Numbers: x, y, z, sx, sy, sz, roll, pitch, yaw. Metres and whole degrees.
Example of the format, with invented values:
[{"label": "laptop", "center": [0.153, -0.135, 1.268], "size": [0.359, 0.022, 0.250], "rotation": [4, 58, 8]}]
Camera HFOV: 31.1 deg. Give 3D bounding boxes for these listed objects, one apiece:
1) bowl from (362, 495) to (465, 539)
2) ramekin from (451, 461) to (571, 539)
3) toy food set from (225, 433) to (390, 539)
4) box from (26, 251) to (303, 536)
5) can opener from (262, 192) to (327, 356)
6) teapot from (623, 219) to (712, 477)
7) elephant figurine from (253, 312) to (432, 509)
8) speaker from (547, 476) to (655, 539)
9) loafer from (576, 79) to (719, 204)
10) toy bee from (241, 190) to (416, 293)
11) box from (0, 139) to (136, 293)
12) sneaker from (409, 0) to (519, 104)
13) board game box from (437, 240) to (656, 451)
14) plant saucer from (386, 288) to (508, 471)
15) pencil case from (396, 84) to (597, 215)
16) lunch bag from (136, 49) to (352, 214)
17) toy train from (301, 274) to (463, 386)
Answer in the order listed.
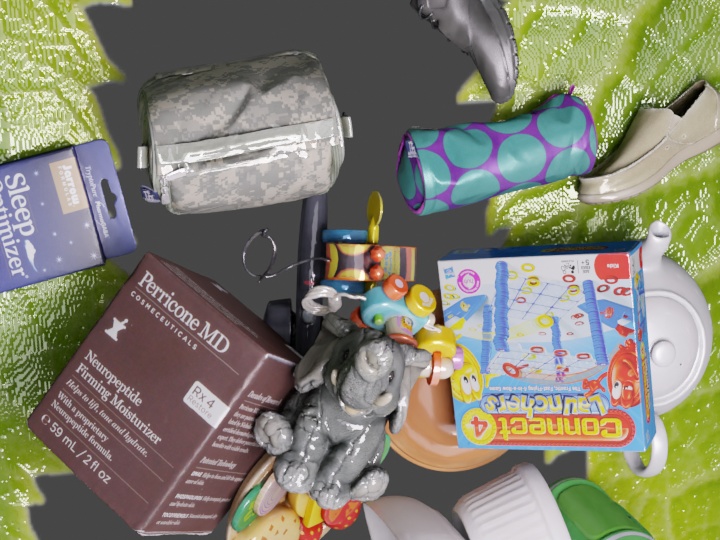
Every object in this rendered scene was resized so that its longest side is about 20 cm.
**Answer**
[{"label": "bowl", "center": [0.078, 0.335, 1.329], "size": [0.074, 0.200, 0.203], "rotation": [-16, 101, -12]}, {"label": "ramekin", "center": [0.162, 0.308, 1.339], "size": [0.093, 0.202, 0.205], "rotation": [-16, 102, -6]}, {"label": "toy food set", "center": [-0.057, 0.231, 1.308], "size": [0.198, 0.049, 0.200], "rotation": [-17, 134, -41]}, {"label": "box", "center": [-0.172, 0.122, 1.234], "size": [0.165, 0.164, 0.201], "rotation": [37, 92, 21]}, {"label": "can opener", "center": [-0.054, 0.013, 1.318], "size": [0.077, 0.063, 0.203], "rotation": [6, 99, -11]}, {"label": "teapot", "center": [0.290, 0.078, 1.350], "size": [0.200, 0.146, 0.198], "rotation": [43, 90, -15]}, {"label": "elephant figurine", "center": [0.001, 0.103, 1.154], "size": [0.140, 0.156, 0.202], "rotation": [5, 124, -34]}, {"label": "speaker", "center": [0.249, 0.283, 1.349], "size": [0.087, 0.200, 0.090], "rotation": [-2, 100, -10]}, {"label": "loafer", "center": [0.304, -0.135, 1.357], "size": [0.198, 0.076, 0.069], "rotation": [-31, 103, -14]}, {"label": "toy bee", "center": [0.000, 0.000, 1.258], "size": [0.199, 0.108, 0.133], "rotation": [-27, 112, -42]}, {"label": "box", "center": [-0.330, -0.048, 1.273], "size": [0.197, 0.032, 0.123], "rotation": [-16, 102, -8]}, {"label": "sneaker", "center": [0.101, -0.260, 1.303], "size": [0.090, 0.076, 0.202], "rotation": [-21, 95, 2]}, {"label": "board game box", "center": [0.185, 0.076, 1.290], "size": [0.197, 0.056, 0.199], "rotation": [-3, 101, 24]}, {"label": "plant saucer", "center": [0.103, 0.120, 1.379], "size": [0.197, 0.037, 0.203], "rotation": [-2, 100, -11]}, {"label": "pencil case", "center": [0.137, -0.122, 1.319], "size": [0.197, 0.085, 0.094], "rotation": [-13, 77, -9]}, {"label": "lunch bag", "center": [-0.116, -0.129, 1.228], "size": [0.197, 0.168, 0.142], "rotation": [-10, 101, -8]}, {"label": "toy train", "center": [0.021, 0.087, 1.254], "size": [0.148, 0.056, 0.201], "rotation": [-13, 141, 10]}]
